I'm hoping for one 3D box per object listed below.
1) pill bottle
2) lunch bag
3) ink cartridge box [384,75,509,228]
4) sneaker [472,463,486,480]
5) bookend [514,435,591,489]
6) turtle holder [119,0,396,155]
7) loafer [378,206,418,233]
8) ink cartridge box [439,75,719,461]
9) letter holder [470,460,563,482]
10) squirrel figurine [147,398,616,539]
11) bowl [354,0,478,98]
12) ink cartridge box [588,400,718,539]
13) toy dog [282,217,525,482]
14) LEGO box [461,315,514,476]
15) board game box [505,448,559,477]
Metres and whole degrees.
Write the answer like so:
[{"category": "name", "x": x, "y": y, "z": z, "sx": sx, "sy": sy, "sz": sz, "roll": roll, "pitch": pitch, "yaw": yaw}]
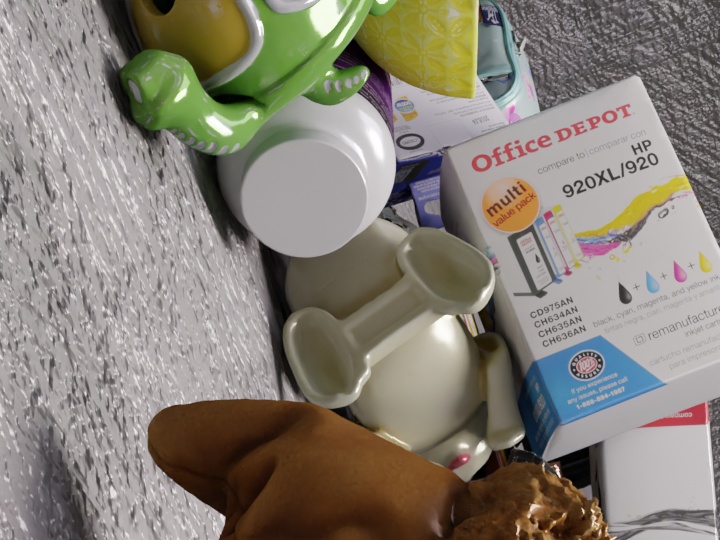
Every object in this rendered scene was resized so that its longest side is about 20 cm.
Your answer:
[{"category": "pill bottle", "x": -0.034, "y": -0.087, "z": 1.136, "sx": 0.200, "sy": 0.112, "sz": 0.113, "roll": -91, "pitch": 160, "yaw": -64}, {"category": "lunch bag", "x": 0.051, "y": -0.141, "z": 1.486, "sx": 0.161, "sy": 0.199, "sz": 0.077, "roll": -95, "pitch": 162, "yaw": -50}, {"category": "ink cartridge box", "x": 0.018, "y": -0.124, "z": 1.310, "sx": 0.136, "sy": 0.076, "sz": 0.200, "roll": -18, "pitch": 68, "yaw": -44}, {"category": "sneaker", "x": 0.046, "y": 0.076, "z": 1.358, "sx": 0.090, "sy": 0.070, "sz": 0.201, "roll": 96, "pitch": -23, "yaw": -74}, {"category": "bookend", "x": 0.157, "y": 0.087, "z": 1.507, "sx": 0.200, "sy": 0.092, "sz": 0.200, "roll": 28, "pitch": 43, "yaw": -77}, {"category": "turtle holder", "x": -0.078, "y": -0.151, "z": 1.012, "sx": 0.132, "sy": 0.186, "sz": 0.141, "roll": 48, "pitch": -14, "yaw": -33}, {"category": "loafer", "x": 0.033, "y": -0.028, "z": 1.582, "sx": 0.200, "sy": 0.063, "sz": 0.072, "roll": 39, "pitch": 33, "yaw": -74}, {"category": "ink cartridge box", "x": 0.154, "y": 0.002, "z": 1.200, "sx": 0.145, "sy": 0.147, "sz": 0.201, "roll": 85, "pitch": -17, "yaw": -73}, {"category": "letter holder", "x": 0.086, "y": 0.254, "z": 1.263, "sx": 0.101, "sy": 0.141, "sz": 0.201, "roll": 142, "pitch": -64, "yaw": -66}, {"category": "squirrel figurine", "x": 0.000, "y": 0.148, "z": 0.613, "sx": 0.187, "sy": 0.199, "sz": 0.142, "roll": -65, "pitch": 147, "yaw": -59}, {"category": "bowl", "x": 0.021, "y": -0.210, "z": 1.131, "sx": 0.200, "sy": 0.107, "sz": 0.201, "roll": 0, "pitch": 90, "yaw": -87}, {"category": "ink cartridge box", "x": 0.214, "y": 0.178, "z": 1.305, "sx": 0.147, "sy": 0.082, "sz": 0.201, "roll": 70, "pitch": 18, "yaw": -76}, {"category": "toy dog", "x": 0.023, "y": 0.069, "z": 1.184, "sx": 0.194, "sy": 0.139, "sz": 0.200, "roll": 38, "pitch": -16, "yaw": 42}, {"category": "LEGO box", "x": 0.065, "y": 0.089, "z": 1.484, "sx": 0.149, "sy": 0.077, "sz": 0.201, "roll": 37, "pitch": 36, "yaw": -76}, {"category": "board game box", "x": 0.096, "y": 0.234, "z": 1.158, "sx": 0.135, "sy": 0.028, "sz": 0.201, "roll": 52, "pitch": 55, "yaw": -50}]
